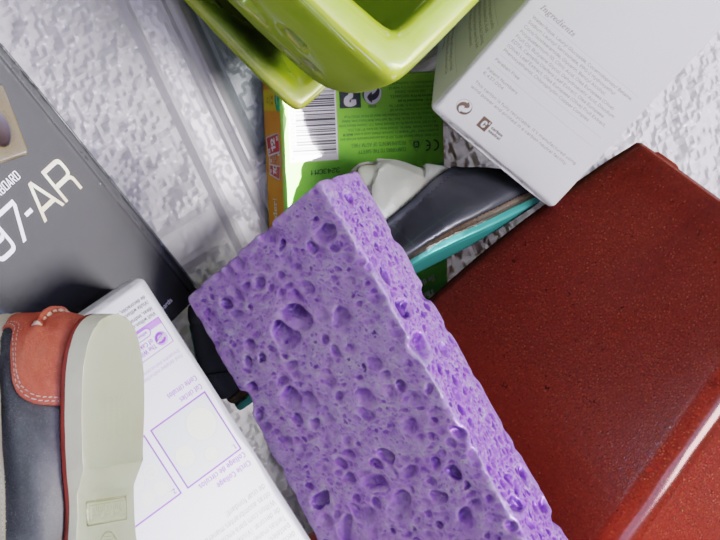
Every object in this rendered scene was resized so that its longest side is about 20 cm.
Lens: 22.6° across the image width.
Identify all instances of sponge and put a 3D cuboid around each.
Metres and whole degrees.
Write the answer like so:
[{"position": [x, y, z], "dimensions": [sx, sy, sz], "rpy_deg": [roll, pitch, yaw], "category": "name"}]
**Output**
[{"position": [0.008, 0.070, 0.789], "dimensions": [0.030, 0.111, 0.201], "rpy_deg": [-20, 78, -47], "category": "sponge"}]

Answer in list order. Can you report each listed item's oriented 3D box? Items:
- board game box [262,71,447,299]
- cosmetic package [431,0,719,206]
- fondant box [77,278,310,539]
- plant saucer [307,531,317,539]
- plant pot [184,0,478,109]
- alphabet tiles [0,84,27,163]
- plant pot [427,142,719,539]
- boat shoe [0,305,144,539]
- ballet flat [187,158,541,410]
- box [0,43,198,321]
[{"position": [0.000, 0.000, 0.938], "dimensions": [0.095, 0.030, 0.203], "rpy_deg": [-5, 95, -27], "category": "board game box"}, {"position": [0.127, -0.144, 0.867], "dimensions": [0.085, 0.108, 0.200], "rpy_deg": [38, 115, -13], "category": "cosmetic package"}, {"position": [-0.106, 0.127, 0.802], "dimensions": [0.144, 0.058, 0.201], "rpy_deg": [-35, 95, -21], "category": "fondant box"}, {"position": [-0.036, 0.234, 0.900], "dimensions": [0.198, 0.037, 0.202], "rpy_deg": [-16, 116, -22], "category": "plant saucer"}, {"position": [-0.016, -0.201, 0.808], "dimensions": [0.199, 0.181, 0.200], "rpy_deg": [45, 75, -8], "category": "plant pot"}, {"position": [-0.253, -0.064, 0.770], "dimensions": [0.198, 0.006, 0.168], "rpy_deg": [-21, 86, -17], "category": "alphabet tiles"}, {"position": [0.156, 0.060, 0.883], "dimensions": [0.199, 0.200, 0.177], "rpy_deg": [28, 100, -41], "category": "plant pot"}, {"position": [-0.129, 0.116, 0.734], "dimensions": [0.071, 0.062, 0.203], "rpy_deg": [13, 78, -67], "category": "boat shoe"}, {"position": [-0.001, -0.012, 0.886], "dimensions": [0.199, 0.073, 0.074], "rpy_deg": [-34, 110, -13], "category": "ballet flat"}, {"position": [-0.196, 0.017, 0.825], "dimensions": [0.200, 0.043, 0.161], "rpy_deg": [-44, 113, -17], "category": "box"}]
